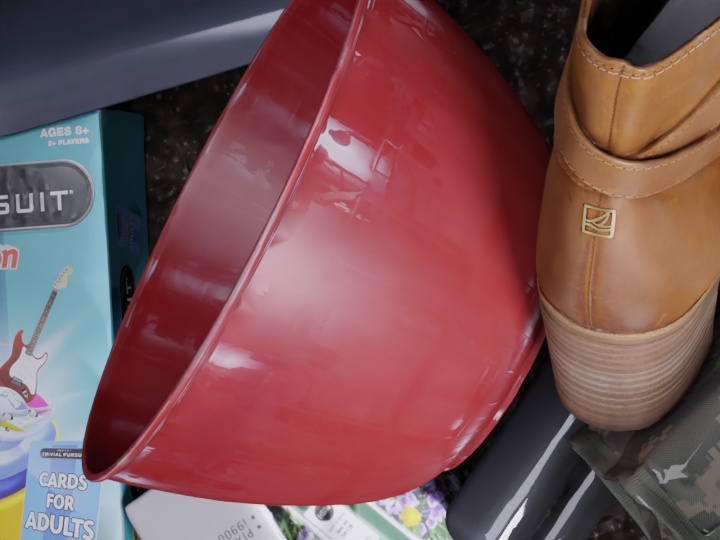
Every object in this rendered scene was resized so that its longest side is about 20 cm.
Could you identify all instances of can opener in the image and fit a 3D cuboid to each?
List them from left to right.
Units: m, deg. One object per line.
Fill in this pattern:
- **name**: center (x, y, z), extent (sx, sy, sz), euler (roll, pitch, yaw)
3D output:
- **can opener**: center (0.091, 0.014, 0.847), extent (0.067, 0.053, 0.200), euler (33, 89, 47)

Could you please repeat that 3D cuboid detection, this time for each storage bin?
- **storage bin**: center (-0.097, -0.158, 0.857), extent (0.199, 0.146, 0.135), euler (-16, 53, 16)

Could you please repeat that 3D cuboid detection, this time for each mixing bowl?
- **mixing bowl**: center (0.000, 0.000, 0.784), extent (0.108, 0.200, 0.201), euler (26, 98, -12)

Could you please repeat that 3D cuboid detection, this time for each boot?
- **boot**: center (0.102, -0.068, 0.728), extent (0.076, 0.156, 0.200), euler (20, 52, 21)

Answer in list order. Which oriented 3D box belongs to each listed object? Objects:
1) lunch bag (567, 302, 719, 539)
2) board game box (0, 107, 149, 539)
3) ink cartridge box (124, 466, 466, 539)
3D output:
- **lunch bag**: center (0.194, 0.083, 0.773), extent (0.164, 0.118, 0.200), euler (-41, 97, -2)
- **board game box**: center (-0.157, 0.043, 0.928), extent (0.150, 0.047, 0.201), euler (-4, 89, 16)
- **ink cartridge box**: center (0.013, 0.141, 0.874), extent (0.109, 0.050, 0.200), euler (-35, 80, 13)
